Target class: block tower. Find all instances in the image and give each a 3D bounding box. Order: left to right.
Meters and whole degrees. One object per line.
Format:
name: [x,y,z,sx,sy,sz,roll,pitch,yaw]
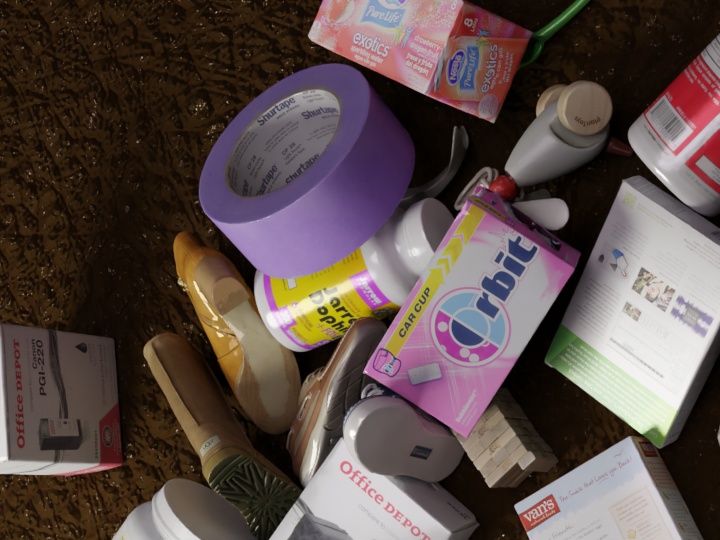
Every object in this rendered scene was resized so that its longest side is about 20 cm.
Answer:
block tower: [0.104,0.119,1.745,0.058,0.054,0.200,-46,63,19]

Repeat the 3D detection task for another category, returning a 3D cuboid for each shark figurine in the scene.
shark figurine: [0.012,-0.081,1.808,0.213,0.089,0.129,-1,85,33]

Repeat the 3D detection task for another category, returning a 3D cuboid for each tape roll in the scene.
tape roll: [-0.052,-0.096,1.753,0.199,0.085,0.201,-26,37,21]

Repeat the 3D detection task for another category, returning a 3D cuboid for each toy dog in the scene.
toy dog: [0.179,-0.085,1.704,0.096,0.132,0.200,36,111,-10]

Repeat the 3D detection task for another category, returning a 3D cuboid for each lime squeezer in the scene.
lime squeezer: [0.146,-0.222,1.779,0.199,0.038,0.071,-14,46,30]

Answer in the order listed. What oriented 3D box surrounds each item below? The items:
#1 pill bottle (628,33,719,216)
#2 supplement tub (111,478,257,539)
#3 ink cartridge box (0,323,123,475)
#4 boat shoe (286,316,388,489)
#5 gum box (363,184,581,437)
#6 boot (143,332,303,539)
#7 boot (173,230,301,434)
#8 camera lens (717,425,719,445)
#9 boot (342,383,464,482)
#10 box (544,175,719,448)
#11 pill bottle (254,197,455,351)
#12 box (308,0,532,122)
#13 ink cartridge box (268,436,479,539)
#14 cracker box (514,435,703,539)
pill bottle: [0.339,-0.153,1.600,0.200,0.112,0.112,-46,64,18]
supplement tub: [-0.202,0.326,1.853,0.145,0.145,0.201,44,106,28]
ink cartridge box: [-0.344,0.138,1.929,0.084,0.200,0.147,-12,78,29]
boat shoe: [-0.029,0.125,1.795,0.072,0.075,0.201,44,123,38]
gum box: [0.103,0.033,1.651,0.113,0.066,0.201,32,107,3]
boot: [-0.132,0.170,1.860,0.066,0.175,0.200,-36,42,0]
boot: [-0.127,0.059,1.882,0.070,0.202,0.144,-27,26,-10]
camera lens: [0.390,0.187,1.499,0.159,0.160,0.202,-22,73,27]
boot: [0.018,0.142,1.710,0.090,0.200,0.073,38,92,32]
box: [0.259,0.037,1.637,0.144,0.036,0.201,38,121,29]
pill bottle: [0.000,0.000,1.788,0.199,0.104,0.105,-25,72,30]
box: [0.054,-0.225,1.759,0.200,0.102,0.095,32,102,49]
ink cartridge box: [-0.006,0.276,1.761,0.145,0.084,0.201,39,104,17]
cracker box: [0.242,0.267,1.640,0.134,0.058,0.201,-34,69,23]
